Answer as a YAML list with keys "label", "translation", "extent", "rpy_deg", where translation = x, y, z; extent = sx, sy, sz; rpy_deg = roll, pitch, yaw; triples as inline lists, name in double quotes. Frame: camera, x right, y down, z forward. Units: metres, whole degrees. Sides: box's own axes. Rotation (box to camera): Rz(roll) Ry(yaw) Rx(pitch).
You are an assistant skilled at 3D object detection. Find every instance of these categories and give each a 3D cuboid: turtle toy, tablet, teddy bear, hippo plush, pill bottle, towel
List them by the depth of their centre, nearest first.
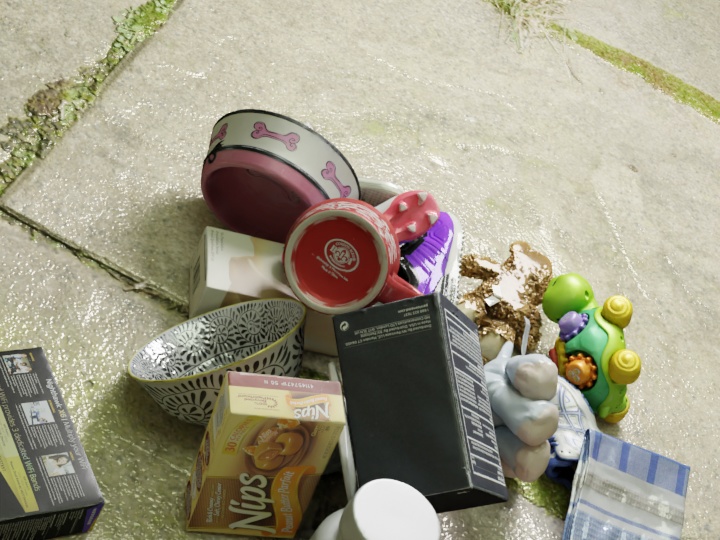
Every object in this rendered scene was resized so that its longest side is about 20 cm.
- label: "pill bottle"
  translation: [-0.003, 0.292, 1.398]
  extent: [0.114, 0.200, 0.115]
  rpy_deg: [16, 42, -15]
- label: "tablet"
  translation: [-0.012, 0.202, 1.501]
  extent: [0.014, 0.201, 0.131]
  rpy_deg: [-8, 47, -1]
- label: "hippo plush"
  translation: [0.127, 0.142, 1.660]
  extent: [0.160, 0.159, 0.201]
  rpy_deg: [3, 65, -12]
- label: "towel"
  translation: [0.301, 0.290, 1.663]
  extent: [0.146, 0.024, 0.201]
  rpy_deg: [22, 61, -11]
- label: "turtle toy"
  translation: [0.281, 0.092, 1.818]
  extent: [0.101, 0.146, 0.201]
  rpy_deg: [-3, 58, -1]
- label: "teddy bear"
  translation: [0.176, 0.045, 1.868]
  extent: [0.145, 0.067, 0.200]
  rpy_deg: [26, 46, -3]

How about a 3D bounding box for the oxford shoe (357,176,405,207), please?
- label: "oxford shoe"
  translation: [-0.027, -0.104, 1.822]
  extent: [0.075, 0.199, 0.058]
  rpy_deg: [54, 52, -40]

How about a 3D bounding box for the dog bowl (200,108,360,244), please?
- label: "dog bowl"
  translation: [-0.104, -0.098, 1.759]
  extent: [0.199, 0.200, 0.074]
  rpy_deg: [28, 60, -1]

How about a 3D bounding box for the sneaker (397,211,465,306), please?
- label: "sneaker"
  translation: [0.066, -0.010, 1.747]
  extent: [0.099, 0.070, 0.201]
  rpy_deg: [16, 41, -8]

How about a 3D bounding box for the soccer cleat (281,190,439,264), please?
- label: "soccer cleat"
  translation: [0.000, -0.039, 1.721]
  extent: [0.199, 0.076, 0.067]
  rpy_deg: [-24, 91, -11]

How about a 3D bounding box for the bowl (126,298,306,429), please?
- label: "bowl"
  translation: [-0.139, 0.113, 1.562]
  extent: [0.201, 0.200, 0.095]
  rpy_deg: [-35, 114, -47]

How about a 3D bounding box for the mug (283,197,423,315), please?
- label: "mug"
  translation: [-0.002, -0.012, 1.572]
  extent: [0.177, 0.134, 0.200]
  rpy_deg: [4, 2, 1]

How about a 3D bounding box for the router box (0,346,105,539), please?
- label: "router box"
  translation: [-0.359, 0.172, 1.430]
  extent: [0.157, 0.052, 0.200]
  rpy_deg: [-5, 50, -34]

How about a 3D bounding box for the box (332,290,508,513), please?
- label: "box"
  translation: [0.064, 0.146, 1.518]
  extent: [0.200, 0.123, 0.199]
  rpy_deg: [38, 40, -69]

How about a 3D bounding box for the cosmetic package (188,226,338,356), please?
- label: "cosmetic package"
  translation: [-0.097, 0.026, 1.718]
  extent: [0.199, 0.071, 0.106]
  rpy_deg: [12, 44, -19]

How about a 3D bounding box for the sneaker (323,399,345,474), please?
- label: "sneaker"
  translation: [-0.052, 0.175, 1.578]
  extent: [0.200, 0.089, 0.075]
  rpy_deg: [-20, 59, -42]

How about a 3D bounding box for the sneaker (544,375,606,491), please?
- label: "sneaker"
  translation: [0.239, 0.199, 1.732]
  extent: [0.088, 0.075, 0.200]
  rpy_deg: [-24, 62, -43]

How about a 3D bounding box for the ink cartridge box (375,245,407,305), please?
- label: "ink cartridge box"
  translation: [0.044, 0.005, 1.825]
  extent: [0.116, 0.067, 0.201]
  rpy_deg: [15, 42, -17]

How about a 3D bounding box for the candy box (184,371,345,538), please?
- label: "candy box"
  translation: [-0.098, 0.186, 1.447]
  extent: [0.115, 0.200, 0.055]
  rpy_deg: [8, 46, -16]
